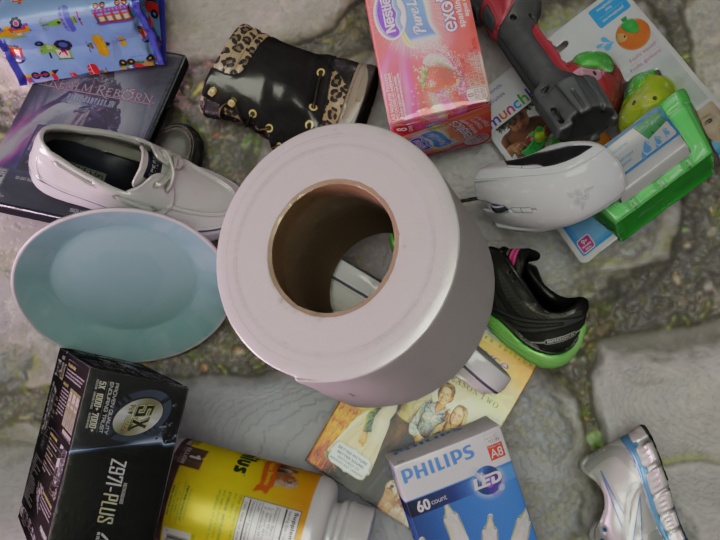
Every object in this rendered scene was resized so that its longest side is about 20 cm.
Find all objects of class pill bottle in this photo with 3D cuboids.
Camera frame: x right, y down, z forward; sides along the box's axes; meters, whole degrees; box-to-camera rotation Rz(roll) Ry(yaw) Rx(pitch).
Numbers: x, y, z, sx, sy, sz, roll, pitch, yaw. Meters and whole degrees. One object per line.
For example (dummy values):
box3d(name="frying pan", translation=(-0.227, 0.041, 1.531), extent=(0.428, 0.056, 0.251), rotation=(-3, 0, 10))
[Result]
box3d(name="pill bottle", translation=(-0.090, 0.225, 0.933), extent=(0.196, 0.109, 0.111), rotation=(14, 85, 6))

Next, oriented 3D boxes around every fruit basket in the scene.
box3d(name="fruit basket", translation=(0.220, -0.139, 0.955), extent=(0.184, 0.094, 0.202), rotation=(-35, 73, 8))

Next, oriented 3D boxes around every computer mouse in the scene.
box3d(name="computer mouse", translation=(0.134, -0.063, 0.915), extent=(0.198, 0.044, 0.111), rotation=(-12, 121, 39))

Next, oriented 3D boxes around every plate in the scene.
box3d(name="plate", translation=(-0.214, 0.011, 0.947), extent=(0.196, 0.202, 0.026), rotation=(-12, 46, 3))

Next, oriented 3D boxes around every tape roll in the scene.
box3d(name="tape roll", translation=(0.000, 0.000, 0.849), extent=(0.199, 0.139, 0.207), rotation=(-5, 73, 18))

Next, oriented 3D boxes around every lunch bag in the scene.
box3d(name="lunch bag", translation=(-0.271, -0.296, 1.013), extent=(0.147, 0.094, 0.203), rotation=(-7, 63, 4))

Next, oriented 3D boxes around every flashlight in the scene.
box3d(name="flashlight", translation=(0.164, -0.198, 0.942), extent=(0.068, 0.068, 0.202), rotation=(-40, 55, 19))

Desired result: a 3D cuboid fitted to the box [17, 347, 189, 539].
box3d(name="box", translation=(-0.227, 0.162, 0.901), extent=(0.085, 0.199, 0.167), rotation=(15, 84, -22))

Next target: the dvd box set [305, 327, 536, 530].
box3d(name="dvd box set", translation=(0.059, 0.128, 0.971), extent=(0.145, 0.029, 0.202), rotation=(32, 88, 8))

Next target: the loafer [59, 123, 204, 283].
box3d(name="loafer", translation=(-0.219, -0.056, 0.994), extent=(0.072, 0.072, 0.202), rotation=(32, 87, 8))

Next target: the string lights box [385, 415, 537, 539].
box3d(name="string lights box", translation=(0.102, 0.243, 0.919), extent=(0.101, 0.059, 0.203), rotation=(-19, 94, -5))

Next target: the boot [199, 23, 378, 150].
box3d(name="boot", translation=(-0.083, -0.128, 0.990), extent=(0.148, 0.073, 0.203), rotation=(24, 85, 7))

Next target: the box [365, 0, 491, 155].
box3d(name="box", translation=(0.057, -0.218, 0.962), extent=(0.093, 0.103, 0.204), rotation=(-11, 76, 4))

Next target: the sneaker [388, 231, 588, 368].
box3d(name="sneaker", translation=(0.116, 0.004, 0.932), extent=(0.198, 0.077, 0.085), rotation=(30, 116, 5))

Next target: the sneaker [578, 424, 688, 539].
box3d(name="sneaker", translation=(0.251, 0.247, 0.929), extent=(0.085, 0.075, 0.203), rotation=(-21, 77, 13))

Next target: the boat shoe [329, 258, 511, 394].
box3d(name="boat shoe", translation=(0.039, 0.062, 0.929), extent=(0.198, 0.072, 0.066), rotation=(33, 92, 15))

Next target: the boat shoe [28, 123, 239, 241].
box3d(name="boat shoe", translation=(-0.190, -0.078, 0.915), extent=(0.196, 0.065, 0.075), rotation=(10, 66, -18))

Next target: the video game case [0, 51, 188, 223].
box3d(name="video game case", translation=(-0.261, -0.134, 0.991), extent=(0.140, 0.019, 0.203), rotation=(11, 64, 12))
